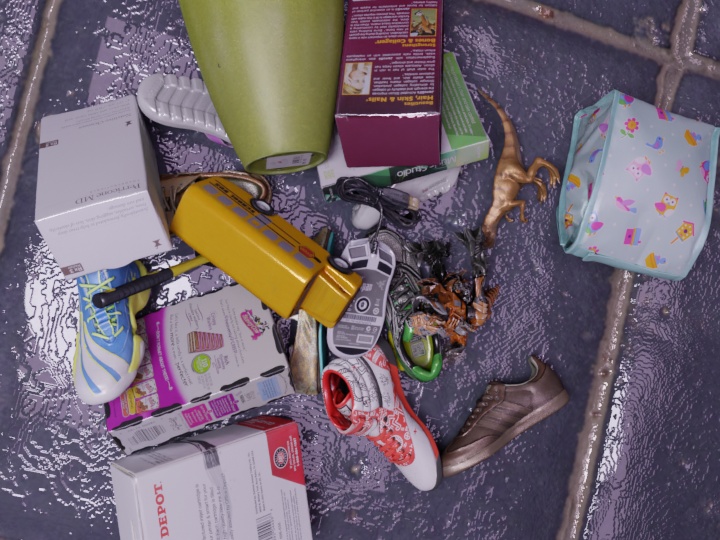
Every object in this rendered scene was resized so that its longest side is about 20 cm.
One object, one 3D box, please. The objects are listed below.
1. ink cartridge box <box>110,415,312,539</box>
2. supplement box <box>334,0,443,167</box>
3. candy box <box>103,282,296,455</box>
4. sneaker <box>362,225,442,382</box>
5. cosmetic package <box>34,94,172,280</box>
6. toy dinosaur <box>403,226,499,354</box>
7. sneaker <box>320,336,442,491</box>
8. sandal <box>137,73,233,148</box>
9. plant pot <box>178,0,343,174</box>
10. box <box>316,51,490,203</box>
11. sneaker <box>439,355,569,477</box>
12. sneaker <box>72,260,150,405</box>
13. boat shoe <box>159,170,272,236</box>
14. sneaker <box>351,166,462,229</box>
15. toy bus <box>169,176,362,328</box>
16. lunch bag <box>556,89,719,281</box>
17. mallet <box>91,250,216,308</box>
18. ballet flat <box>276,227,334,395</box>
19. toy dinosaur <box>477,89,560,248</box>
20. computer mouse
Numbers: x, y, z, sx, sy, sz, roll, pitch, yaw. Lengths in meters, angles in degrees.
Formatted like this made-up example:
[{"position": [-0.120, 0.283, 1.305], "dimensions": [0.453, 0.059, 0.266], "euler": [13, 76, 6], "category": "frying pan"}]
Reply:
[{"position": [-0.162, 0.260, 0.758], "dimensions": [0.198, 0.083, 0.147], "euler": [-9, 93, -40], "category": "ink cartridge box"}, {"position": [0.038, -0.221, 0.761], "dimensions": [0.108, 0.086, 0.203], "euler": [1, 61, 8], "category": "supplement box"}, {"position": [-0.186, 0.103, 0.771], "dimensions": [0.197, 0.062, 0.138], "euler": [-19, 52, -8], "category": "candy box"}, {"position": [0.058, 0.040, 0.836], "dimensions": [0.077, 0.085, 0.203], "euler": [-23, 94, -9], "category": "sneaker"}, {"position": [-0.270, -0.093, 0.719], "dimensions": [0.111, 0.201, 0.082], "euler": [-18, 133, -10], "category": "cosmetic package"}, {"position": [0.111, 0.028, 0.813], "dimensions": [0.100, 0.200, 0.139], "euler": [-11, 85, 15], "category": "toy dinosaur"}, {"position": [0.020, 0.188, 0.816], "dimensions": [0.107, 0.067, 0.205], "euler": [-22, 90, -49], "category": "sneaker"}, {"position": [-0.164, -0.179, 0.812], "dimensions": [0.199, 0.050, 0.084], "euler": [17, 62, -22], "category": "sandal"}, {"position": [-0.094, -0.215, 0.742], "dimensions": [0.183, 0.187, 0.204], "euler": [-8, 85, -10], "category": "plant pot"}, {"position": [0.037, -0.170, 0.804], "dimensions": [0.196, 0.036, 0.146], "euler": [-16, 60, 2], "category": "box"}, {"position": [0.169, 0.186, 0.877], "dimensions": [0.198, 0.071, 0.076], "euler": [-29, 77, -12], "category": "sneaker"}, {"position": [-0.277, 0.039, 0.718], "dimensions": [0.074, 0.202, 0.106], "euler": [-17, 130, 3], "category": "sneaker"}, {"position": [-0.200, -0.083, 0.794], "dimensions": [0.196, 0.074, 0.077], "euler": [-13, 92, -10], "category": "boat shoe"}, {"position": [0.072, -0.114, 0.846], "dimensions": [0.200, 0.076, 0.081], "euler": [-45, 106, -5], "category": "sneaker"}, {"position": [-0.097, -0.016, 0.724], "dimensions": [0.199, 0.078, 0.066], "euler": [37, 115, 6], "category": "toy bus"}, {"position": [0.347, -0.097, 0.869], "dimensions": [0.167, 0.122, 0.204], "euler": [14, 83, -11], "category": "lunch bag"}, {"position": [-0.195, 0.001, 0.739], "dimensions": [0.065, 0.200, 0.042], "euler": [1, 109, 26], "category": "mallet"}, {"position": [-0.068, 0.048, 0.827], "dimensions": [0.069, 0.071, 0.204], "euler": [3, 90, -10], "category": "ballet flat"}, {"position": [0.195, -0.128, 0.871], "dimensions": [0.104, 0.060, 0.204], "euler": [8, 89, -8], "category": "toy dinosaur"}, {"position": [0.000, 0.000, 0.781], "dimensions": [0.108, 0.044, 0.204], "euler": [10, 101, -28], "category": "computer mouse"}]
